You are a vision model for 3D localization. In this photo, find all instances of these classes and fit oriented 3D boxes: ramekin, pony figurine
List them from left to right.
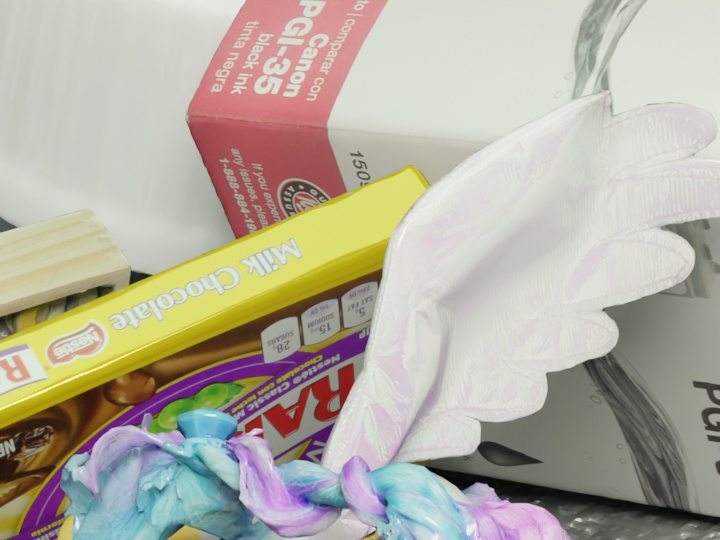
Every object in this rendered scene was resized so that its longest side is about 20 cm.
[{"bbox_3d":[-0.048,-0.093,0.839,0.199,0.098,0.201,8,36,-6],"label":"ramekin"},{"bbox_3d":[0.006,0.068,0.569,0.193,0.167,0.200,-22,1,-39],"label":"pony figurine"}]

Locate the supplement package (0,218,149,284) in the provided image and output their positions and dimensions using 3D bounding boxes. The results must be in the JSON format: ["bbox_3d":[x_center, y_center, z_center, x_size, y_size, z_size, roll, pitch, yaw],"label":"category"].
[{"bbox_3d":[-0.107,-0.045,0.979,0.116,0.118,0.200,8,23,31],"label":"supplement package"}]

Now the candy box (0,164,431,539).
[{"bbox_3d":[-0.066,0.050,0.656,0.199,0.102,0.026,-24,55,-16],"label":"candy box"}]

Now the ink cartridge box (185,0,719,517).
[{"bbox_3d":[0.072,-0.011,0.703,0.199,0.147,0.083,8,49,28],"label":"ink cartridge box"}]

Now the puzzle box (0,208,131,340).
[{"bbox_3d":[-0.155,0.066,0.645,0.199,0.133,0.025,-19,50,-28],"label":"puzzle box"}]
